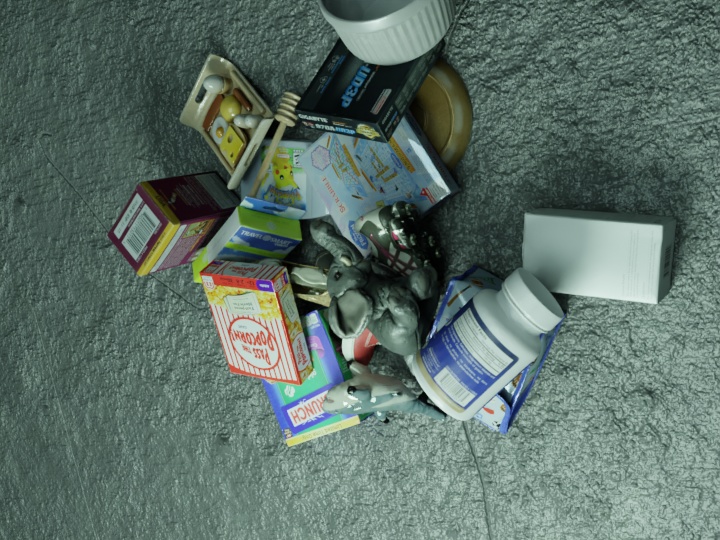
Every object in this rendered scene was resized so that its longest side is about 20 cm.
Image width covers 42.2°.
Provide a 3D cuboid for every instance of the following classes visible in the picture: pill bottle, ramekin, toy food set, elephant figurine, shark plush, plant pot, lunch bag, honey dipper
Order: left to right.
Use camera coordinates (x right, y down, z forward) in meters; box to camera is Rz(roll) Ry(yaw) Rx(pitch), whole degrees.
[{"bbox_3d":[-0.234,-0.255,1.591,0.201,0.060,0.144,52,123,34],"label":"toy food set"},{"bbox_3d":[-0.147,-0.196,1.540,0.038,0.038,0.203,20,84,26],"label":"honey dipper"},{"bbox_3d":[0.009,0.037,1.370,0.197,0.142,0.157,12,67,21],"label":"elephant figurine"},{"bbox_3d":[0.040,0.210,1.520,0.091,0.197,0.084,-116,38,-60],"label":"shark plush"},{"bbox_3d":[0.045,-0.391,1.345,0.197,0.105,0.203,-13,52,17],"label":"ramekin"},{"bbox_3d":[0.079,-0.235,1.450,0.197,0.027,0.204,7,103,29],"label":"plant pot"},{"bbox_3d":[0.186,0.125,1.402,0.169,0.123,0.202,30,114,21],"label":"lunch bag"},{"bbox_3d":[0.176,0.097,1.274,0.200,0.119,0.120,-46,76,19],"label":"pill bottle"}]

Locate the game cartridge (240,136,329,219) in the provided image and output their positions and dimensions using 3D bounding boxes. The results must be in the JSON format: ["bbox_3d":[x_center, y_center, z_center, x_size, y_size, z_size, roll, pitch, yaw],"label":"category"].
[{"bbox_3d":[-0.122,-0.156,1.584,0.197,0.040,0.136,8,108,30],"label":"game cartridge"}]

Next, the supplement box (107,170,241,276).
[{"bbox_3d":[-0.315,-0.086,1.617,0.103,0.199,0.131,48,119,14],"label":"supplement box"}]

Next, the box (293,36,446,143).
[{"bbox_3d":[0.014,-0.289,1.388,0.157,0.046,0.202,16,66,34],"label":"box"}]

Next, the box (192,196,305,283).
[{"bbox_3d":[-0.188,-0.040,1.576,0.200,0.120,0.048,-44,47,41],"label":"box"}]

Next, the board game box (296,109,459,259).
[{"bbox_3d":[0.024,-0.151,1.457,0.199,0.041,0.202,-35,81,29],"label":"board game box"}]

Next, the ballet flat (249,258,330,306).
[{"bbox_3d":[-0.116,0.009,1.523,0.197,0.066,0.071,8,63,14],"label":"ballet flat"}]

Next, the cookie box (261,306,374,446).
[{"bbox_3d":[-0.083,0.180,1.607,0.170,0.075,0.203,-23,89,32],"label":"cookie box"}]

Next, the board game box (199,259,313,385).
[{"bbox_3d":[-0.169,0.084,1.530,0.149,0.046,0.203,5,123,32],"label":"board game box"}]

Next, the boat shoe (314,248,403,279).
[{"bbox_3d":[0.000,0.000,1.529,0.197,0.057,0.068,13,107,28],"label":"boat shoe"}]

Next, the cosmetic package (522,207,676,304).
[{"bbox_3d":[0.331,-0.024,1.311,0.197,0.081,0.115,9,105,30],"label":"cosmetic package"}]

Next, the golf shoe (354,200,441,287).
[{"bbox_3d":[0.066,-0.030,1.426,0.087,0.078,0.201,-7,139,26],"label":"golf shoe"}]

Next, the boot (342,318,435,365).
[{"bbox_3d":[0.049,0.101,1.492,0.142,0.073,0.202,21,138,14],"label":"boot"}]
